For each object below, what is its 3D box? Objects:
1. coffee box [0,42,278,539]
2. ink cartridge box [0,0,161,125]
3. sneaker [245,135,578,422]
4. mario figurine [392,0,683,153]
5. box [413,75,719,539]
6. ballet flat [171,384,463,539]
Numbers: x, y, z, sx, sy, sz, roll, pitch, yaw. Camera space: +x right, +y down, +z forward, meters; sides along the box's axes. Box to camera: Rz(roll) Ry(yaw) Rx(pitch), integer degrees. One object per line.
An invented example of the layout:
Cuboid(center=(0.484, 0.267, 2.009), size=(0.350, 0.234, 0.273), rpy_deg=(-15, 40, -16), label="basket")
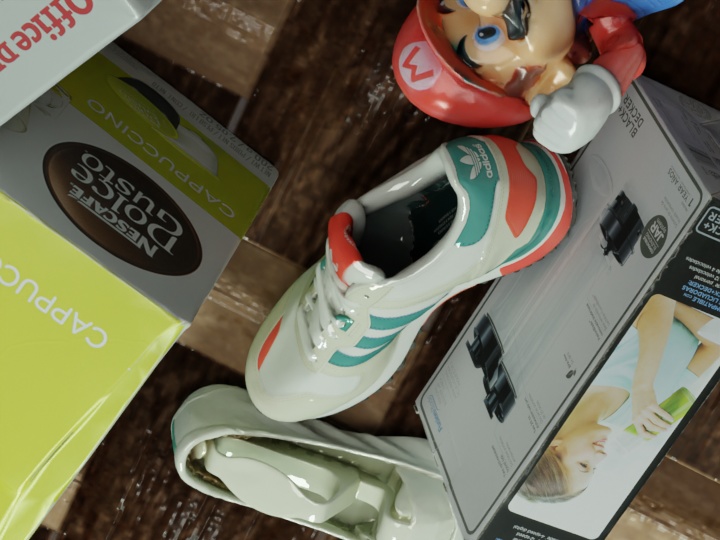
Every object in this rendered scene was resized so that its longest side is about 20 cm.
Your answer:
Cuboid(center=(-0.185, 0.000, 1.025), size=(0.199, 0.198, 0.200), rpy_deg=(36, 113, -5), label="coffee box")
Cuboid(center=(-0.143, -0.183, 0.882), size=(0.200, 0.145, 0.145), rpy_deg=(47, 144, -13), label="ink cartridge box")
Cuboid(center=(0.000, 0.000, 1.030), size=(0.200, 0.093, 0.071), rpy_deg=(-37, 62, 30), label="sneaker")
Cuboid(center=(0.097, -0.131, 0.968), size=(0.200, 0.124, 0.106), rpy_deg=(-31, 115, 16), label="mario figurine")
Cuboid(center=(0.108, 0.027, 1.022), size=(0.060, 0.117, 0.200), rpy_deg=(21, 114, -25), label="box")
Cuboid(center=(-0.001, 0.111, 1.107), size=(0.199, 0.069, 0.070), rpy_deg=(17, 113, 3), label="ballet flat")
